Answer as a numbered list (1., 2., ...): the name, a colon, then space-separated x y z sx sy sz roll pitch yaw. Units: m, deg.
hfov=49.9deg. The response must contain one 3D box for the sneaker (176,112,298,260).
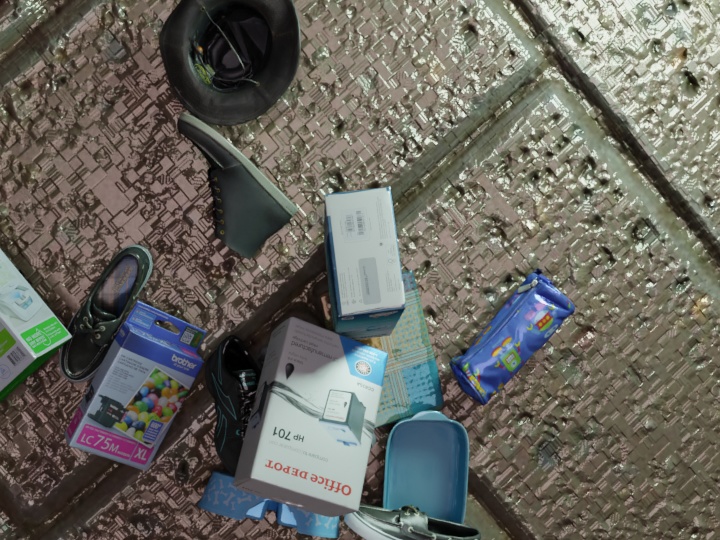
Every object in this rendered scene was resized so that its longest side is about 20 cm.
1. sneaker: -0.184 -0.108 1.024 0.200 0.075 0.107 43 89 -19

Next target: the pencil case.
1. pencil case: 0.209 0.091 1.080 0.200 0.078 0.087 -46 125 -3

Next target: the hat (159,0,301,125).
1. hat: -0.162 -0.294 1.031 0.195 0.081 0.206 2 101 9

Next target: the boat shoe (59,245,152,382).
1. boat shoe: -0.344 0.057 1.029 0.068 0.057 0.203 28 89 -6

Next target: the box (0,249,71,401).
1. box: -0.506 0.088 0.977 0.199 0.097 0.177 -39 94 14

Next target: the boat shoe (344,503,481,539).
1. boat shoe: 0.073 0.348 1.047 0.197 0.069 0.058 24 93 -15

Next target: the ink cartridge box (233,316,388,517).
1. ink cartridge box: -0.059 0.183 0.963 0.144 0.086 0.204 21 62 -17

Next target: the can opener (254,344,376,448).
1. can opener: -0.062 0.180 1.066 0.200 0.067 0.054 44 118 10

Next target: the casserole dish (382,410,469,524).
1. casserole dish: 0.089 0.290 1.088 0.118 0.039 0.205 1 98 -5

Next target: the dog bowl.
1. dog bowl: -0.119 0.313 1.045 0.195 0.112 0.051 14 77 -6

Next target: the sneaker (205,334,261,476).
1. sneaker: -0.155 0.178 1.002 0.074 0.080 0.203 -5 56 -32

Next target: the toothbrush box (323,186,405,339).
1. toothbrush box: 0.000 0.000 0.983 0.083 0.200 0.150 -6 78 -4

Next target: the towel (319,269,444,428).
1. towel: 0.030 0.115 1.094 0.143 0.022 0.205 -14 92 -5

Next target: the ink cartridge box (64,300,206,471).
1. ink cartridge box: -0.292 0.155 1.031 0.118 0.042 0.203 29 86 -34
